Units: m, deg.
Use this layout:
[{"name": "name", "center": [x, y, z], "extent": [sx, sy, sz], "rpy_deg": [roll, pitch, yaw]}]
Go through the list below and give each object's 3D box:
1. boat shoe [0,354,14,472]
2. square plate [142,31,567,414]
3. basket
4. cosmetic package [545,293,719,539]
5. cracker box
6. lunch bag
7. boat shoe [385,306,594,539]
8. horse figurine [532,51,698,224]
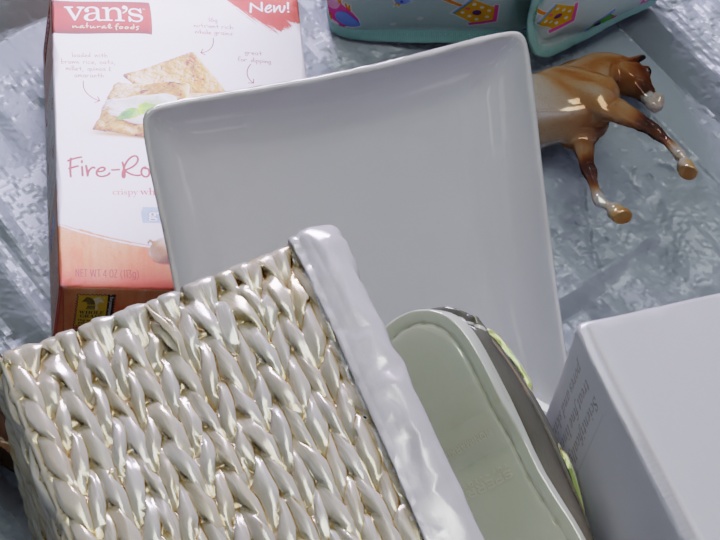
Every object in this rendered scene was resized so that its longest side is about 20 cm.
[{"name": "boat shoe", "center": [-0.214, 0.059, 1.206], "extent": [0.202, 0.075, 0.075], "rpy_deg": [31, 72, 20]}, {"name": "square plate", "center": [0.000, 0.000, 1.241], "extent": [0.197, 0.201, 0.028], "rpy_deg": [-13, 14, -19]}, {"name": "basket", "center": [-0.044, 0.129, 1.091], "extent": [0.160, 0.199, 0.201], "rpy_deg": [-20, 59, -12]}, {"name": "cosmetic package", "center": [0.198, 0.115, 1.174], "extent": [0.199, 0.165, 0.166], "rpy_deg": [-10, 54, -20]}, {"name": "cracker box", "center": [-0.092, -0.053, 1.318], "extent": [0.133, 0.058, 0.201], "rpy_deg": [1, 52, -11]}, {"name": "lunch bag", "center": [0.084, -0.210, 1.402], "extent": [0.199, 0.171, 0.122], "rpy_deg": [5, 50, -4]}, {"name": "boat shoe", "center": [0.068, 0.110, 1.145], "extent": [0.203, 0.072, 0.060], "rpy_deg": [68, 21, 6]}, {"name": "horse figurine", "center": [0.083, -0.068, 1.365], "extent": [0.199, 0.050, 0.133], "rpy_deg": [-13, 43, -13]}]
